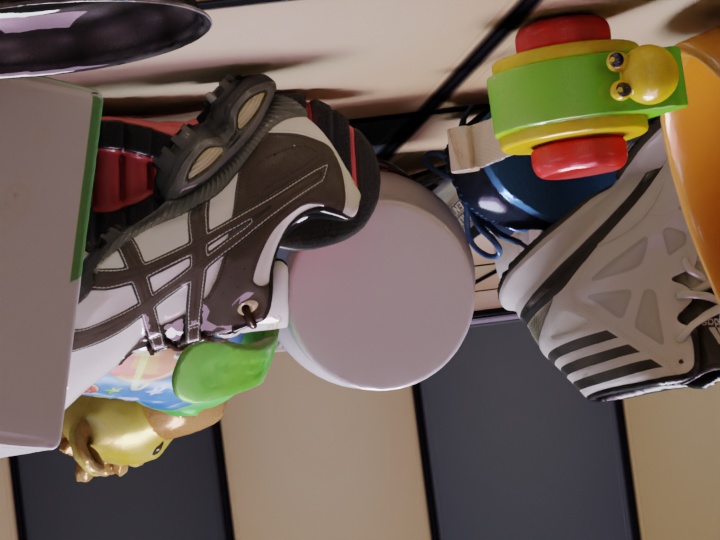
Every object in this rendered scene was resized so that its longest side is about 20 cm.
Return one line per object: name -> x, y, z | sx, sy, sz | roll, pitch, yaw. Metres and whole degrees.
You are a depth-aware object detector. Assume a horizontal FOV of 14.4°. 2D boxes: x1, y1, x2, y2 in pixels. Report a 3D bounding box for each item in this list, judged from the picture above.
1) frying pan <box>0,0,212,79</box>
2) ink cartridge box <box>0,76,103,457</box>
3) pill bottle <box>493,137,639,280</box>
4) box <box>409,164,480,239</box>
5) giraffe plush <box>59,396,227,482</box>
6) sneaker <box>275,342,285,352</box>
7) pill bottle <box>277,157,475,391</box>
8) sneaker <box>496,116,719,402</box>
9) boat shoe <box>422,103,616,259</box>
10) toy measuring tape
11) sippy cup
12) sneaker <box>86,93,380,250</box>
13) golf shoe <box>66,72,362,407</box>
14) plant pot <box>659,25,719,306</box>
frying pan -> -0.118, -0.087, 0.920 | 0.114, 0.031, 0.190 | -9, 172, 16
ink cartridge box -> -0.178, 0.003, 1.179 | 0.083, 0.148, 0.200 | 9, 172, -20
pill bottle -> 0.171, -0.023, 1.701 | 0.119, 0.120, 0.200 | -5, 176, -31
box -> -0.005, -0.010, 1.744 | 0.137, 0.040, 0.200 | -37, -169, -29
giraffe plush -> -0.139, 0.039, 1.685 | 0.199, 0.163, 0.172 | -11, 175, 38
sneaker -> 0.003, 0.037, 2.641 | 0.200, 0.073, 0.114 | 3, -173, 38
pill bottle -> 0.000, 0.000, 1.515 | 0.113, 0.115, 0.200 | -7, -173, -6
sneaker -> 0.173, -0.010, 1.437 | 0.200, 0.116, 0.076 | -45, 158, 20
boat shoe -> 0.084, -0.042, 1.522 | 0.068, 0.085, 0.200 | -21, 169, 21
toy measuring tape -> 0.071, -0.069, 1.255 | 0.073, 0.074, 0.200 | -5, 175, -29
sippy cup -> -0.132, 0.006, 1.425 | 0.177, 0.141, 0.130 | -13, 171, 44
sneaker -> -0.085, -0.050, 1.356 | 0.199, 0.074, 0.087 | 0, -174, -31
golf shoe -> -0.082, 0.011, 1.252 | 0.200, 0.094, 0.078 | -49, -175, 0
plant pot -> 0.257, -0.041, 1.272 | 0.182, 0.201, 0.200 | -22, 178, -7
